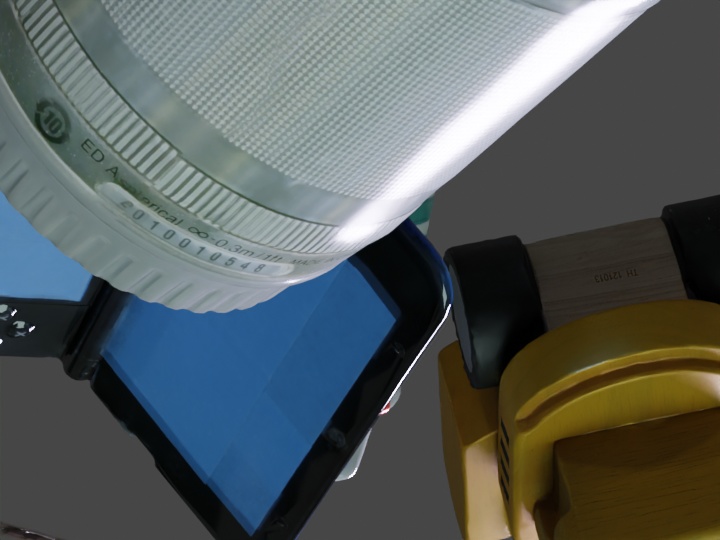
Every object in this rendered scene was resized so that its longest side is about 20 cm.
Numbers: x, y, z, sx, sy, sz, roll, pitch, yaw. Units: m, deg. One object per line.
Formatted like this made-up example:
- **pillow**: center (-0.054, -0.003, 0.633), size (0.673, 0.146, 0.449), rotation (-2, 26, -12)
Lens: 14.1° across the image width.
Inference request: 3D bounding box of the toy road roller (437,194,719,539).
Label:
- **toy road roller**: center (0.103, 0.076, 1.148), size (0.122, 0.147, 0.201), rotation (-10, 147, -4)

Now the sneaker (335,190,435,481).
- **sneaker**: center (0.000, 0.000, 1.045), size (0.070, 0.094, 0.200), rotation (-4, 146, -15)

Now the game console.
- **game console**: center (-0.088, 0.011, 1.007), size (0.170, 0.119, 0.200), rotation (3, 143, -24)

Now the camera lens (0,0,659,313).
- **camera lens**: center (-0.010, -0.100, 0.828), size (0.159, 0.161, 0.200), rotation (16, 137, -38)
